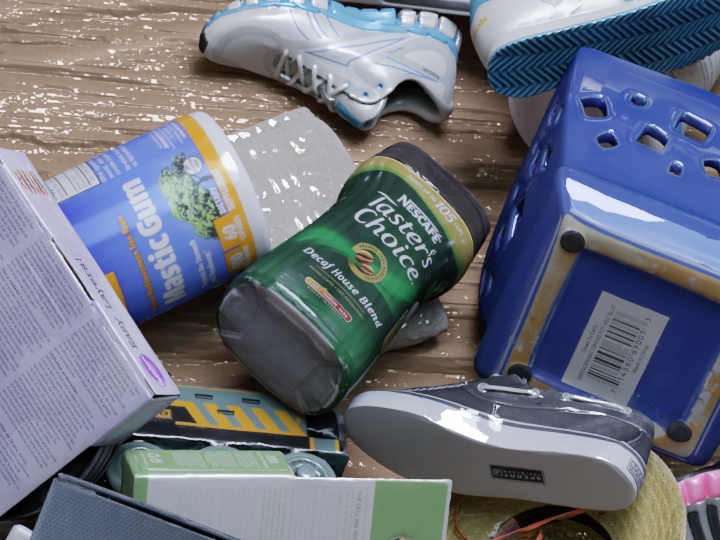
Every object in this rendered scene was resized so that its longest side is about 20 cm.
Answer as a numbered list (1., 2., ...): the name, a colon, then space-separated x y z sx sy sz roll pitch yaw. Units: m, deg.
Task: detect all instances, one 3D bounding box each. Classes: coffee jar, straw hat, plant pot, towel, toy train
1. coffee jar: 0.000 0.000 1.589 0.104 0.085 0.200 42 47 4
2. straw hat: 0.127 0.198 1.548 0.199 0.085 0.202 -15 43 15
3. plant pot: 0.188 0.001 1.598 0.199 0.201 0.180 22 34 0
4. towel: -0.041 -0.016 1.675 0.132 0.035 0.201 -21 68 -25
5. toy train: -0.096 0.122 1.546 0.198 0.086 0.115 5 48 -13

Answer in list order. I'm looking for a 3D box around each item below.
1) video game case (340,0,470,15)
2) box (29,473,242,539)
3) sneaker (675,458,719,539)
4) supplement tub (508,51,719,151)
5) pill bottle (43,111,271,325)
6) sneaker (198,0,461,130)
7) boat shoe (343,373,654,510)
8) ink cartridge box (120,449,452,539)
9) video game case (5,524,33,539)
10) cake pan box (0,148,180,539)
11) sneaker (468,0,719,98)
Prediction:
1. video game case: 0.088 -0.241 1.799 0.199 0.018 0.143 11 48 30
2. box: -0.137 0.237 1.385 0.157 0.051 0.202 21 82 3
3. sneaker: 0.253 0.155 1.620 0.199 0.095 0.080 -10 102 -30
4. supplement tub: 0.206 -0.169 1.784 0.131 0.132 0.200 32 56 6
5. pill bottle: -0.168 -0.015 1.578 0.199 0.112 0.113 -27 68 -12
6. sneaker: -0.019 -0.146 1.743 0.198 0.075 0.087 4 63 -13
7. boat shoe: 0.090 0.099 1.539 0.198 0.072 0.068 7 47 20
8. ink cartridge box: -0.051 0.186 1.482 0.198 0.147 0.048 1 16 -16
9. video game case: -0.162 0.278 1.416 0.199 0.023 0.183 29 82 3
10. cake pan box: -0.232 0.056 1.486 0.201 0.184 0.052 54 16 13
11. sneaker: 0.173 -0.182 1.662 0.198 0.077 0.081 -10 49 -12
